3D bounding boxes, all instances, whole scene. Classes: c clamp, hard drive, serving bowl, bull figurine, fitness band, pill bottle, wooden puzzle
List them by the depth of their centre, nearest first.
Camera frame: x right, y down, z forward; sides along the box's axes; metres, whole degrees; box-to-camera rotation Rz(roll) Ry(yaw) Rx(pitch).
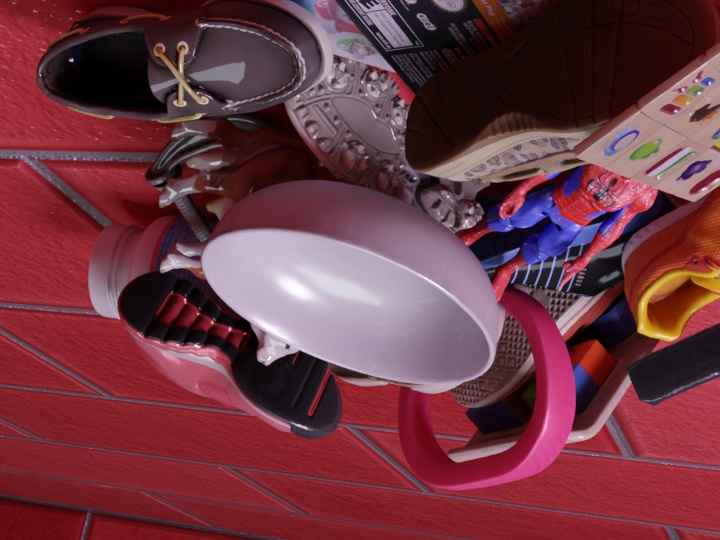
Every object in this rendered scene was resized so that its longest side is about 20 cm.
[{"bbox_3d":[0.000,0.000,0.795,0.197,0.067,0.201,17,155,8],"label":"serving bowl"},{"bbox_3d":[0.270,0.048,0.869,0.138,0.033,0.199,-27,170,19],"label":"hard drive"},{"bbox_3d":[-0.082,-0.022,0.893,0.119,0.066,0.202,10,129,1],"label":"bull figurine"},{"bbox_3d":[0.090,0.090,0.942,0.037,0.146,0.199,3,164,-32],"label":"fitness band"},{"bbox_3d":[-0.097,-0.028,0.945,0.168,0.027,0.202,-9,126,22],"label":"c clamp"},{"bbox_3d":[0.167,0.072,1.002,0.046,0.200,0.185,50,151,-7],"label":"wooden puzzle"},{"bbox_3d":[-0.130,0.010,1.078,0.197,0.110,0.109,7,160,15],"label":"pill bottle"}]

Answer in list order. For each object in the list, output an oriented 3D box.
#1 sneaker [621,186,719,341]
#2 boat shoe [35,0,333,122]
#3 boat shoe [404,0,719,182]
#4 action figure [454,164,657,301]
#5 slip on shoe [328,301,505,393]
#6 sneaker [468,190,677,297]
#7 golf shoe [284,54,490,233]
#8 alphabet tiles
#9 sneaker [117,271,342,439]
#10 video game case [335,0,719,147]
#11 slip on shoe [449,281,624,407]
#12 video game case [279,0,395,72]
[{"bbox_3d":[0.236,-0.028,0.750,0.072,0.078,0.201,14,136,-21],"label":"sneaker"},{"bbox_3d":[-0.108,-0.120,0.733,0.199,0.061,0.073,5,124,35],"label":"boat shoe"},{"bbox_3d":[0.104,-0.087,0.615,0.062,0.075,0.199,16,164,-35],"label":"boat shoe"},{"bbox_3d":[0.118,-0.032,0.746,0.065,0.052,0.200,45,145,-4],"label":"action figure"},{"bbox_3d":[0.027,0.047,0.936,0.060,0.077,0.199,30,160,-27],"label":"slip on shoe"},{"bbox_3d":[0.130,-0.012,0.877,0.197,0.071,0.078,-11,133,31],"label":"sneaker"},{"bbox_3d":[-0.001,-0.077,0.825,0.096,0.079,0.199,3,158,41],"label":"golf shoe"},{"bbox_3d":[0.205,-0.098,0.552,0.199,0.008,0.166,-37,158,25],"label":"alphabet tiles"},{"bbox_3d":[-0.102,0.074,0.989,0.198,0.074,0.087,30,150,7],"label":"sneaker"},{"bbox_3d":[0.104,-0.117,0.668,0.178,0.026,0.200,0,156,32],"label":"video game case"},{"bbox_3d":[0.139,0.041,0.971,0.061,0.075,0.200,6,136,-44],"label":"slip on shoe"},{"bbox_3d":[0.056,-0.142,0.691,0.197,0.018,0.143,16,160,-8],"label":"video game case"}]
